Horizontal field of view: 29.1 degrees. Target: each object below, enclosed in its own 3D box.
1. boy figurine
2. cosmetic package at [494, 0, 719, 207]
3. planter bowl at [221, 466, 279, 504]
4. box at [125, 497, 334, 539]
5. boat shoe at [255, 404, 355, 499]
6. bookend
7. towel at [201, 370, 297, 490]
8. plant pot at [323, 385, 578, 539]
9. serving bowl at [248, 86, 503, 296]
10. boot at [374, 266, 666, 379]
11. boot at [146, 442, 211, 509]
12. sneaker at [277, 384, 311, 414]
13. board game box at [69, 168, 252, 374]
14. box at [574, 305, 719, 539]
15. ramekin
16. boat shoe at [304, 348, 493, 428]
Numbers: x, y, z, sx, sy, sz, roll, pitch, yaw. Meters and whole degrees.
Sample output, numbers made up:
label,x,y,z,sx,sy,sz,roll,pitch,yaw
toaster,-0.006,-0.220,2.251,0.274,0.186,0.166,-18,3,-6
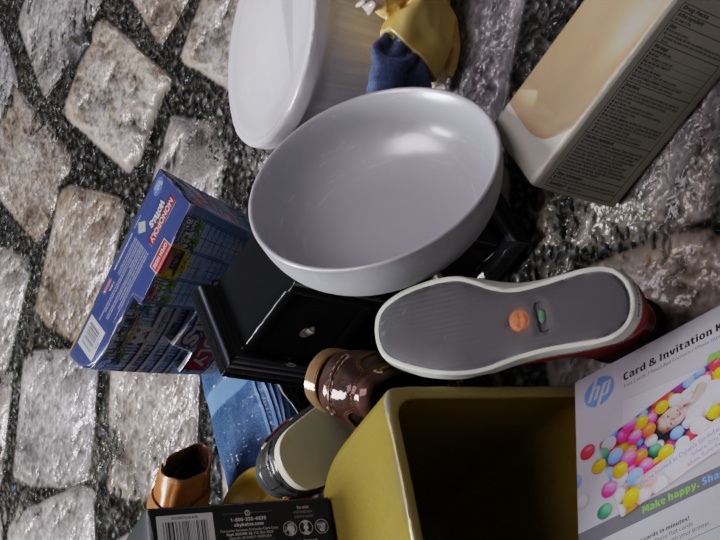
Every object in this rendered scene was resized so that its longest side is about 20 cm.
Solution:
label,x,y,z,sx,sy,sz,roll,pitch,yaw
boy figurine,0.041,-0.209,1.204,0.064,0.124,0.202,-8,57,41
cosmetic package,0.198,-0.150,1.020,0.201,0.104,0.071,-53,47,26
planter bowl,-0.057,0.277,1.232,0.200,0.083,0.203,-17,70,57
box,-0.111,0.266,1.073,0.200,0.147,0.126,126,139,-57
boat shoe,0.000,0.123,1.136,0.074,0.200,0.063,61,146,3
bookend,0.000,0.000,1.145,0.201,0.197,0.093,-51,46,28
towel,-0.111,0.127,1.362,0.111,0.048,0.202,-41,54,37
plant pot,0.071,0.213,1.036,0.200,0.192,0.198,-42,52,52
serving bowl,0.018,-0.051,1.054,0.197,0.066,0.202,-13,43,12
boot,0.120,0.046,1.021,0.197,0.144,0.074,-7,78,21
boot,-0.166,0.236,1.319,0.200,0.073,0.157,-88,7,-78
sneaker,-0.012,0.142,1.217,0.200,0.081,0.076,36,109,46
board game box,-0.138,0.020,1.283,0.062,0.198,0.201,45,114,37
box,0.214,0.123,0.911,0.155,0.041,0.201,-33,29,31
ramekin,-0.045,-0.208,1.293,0.202,0.093,0.205,-24,63,61
boat shoe,0.046,0.100,1.074,0.070,0.199,0.071,8,91,42
